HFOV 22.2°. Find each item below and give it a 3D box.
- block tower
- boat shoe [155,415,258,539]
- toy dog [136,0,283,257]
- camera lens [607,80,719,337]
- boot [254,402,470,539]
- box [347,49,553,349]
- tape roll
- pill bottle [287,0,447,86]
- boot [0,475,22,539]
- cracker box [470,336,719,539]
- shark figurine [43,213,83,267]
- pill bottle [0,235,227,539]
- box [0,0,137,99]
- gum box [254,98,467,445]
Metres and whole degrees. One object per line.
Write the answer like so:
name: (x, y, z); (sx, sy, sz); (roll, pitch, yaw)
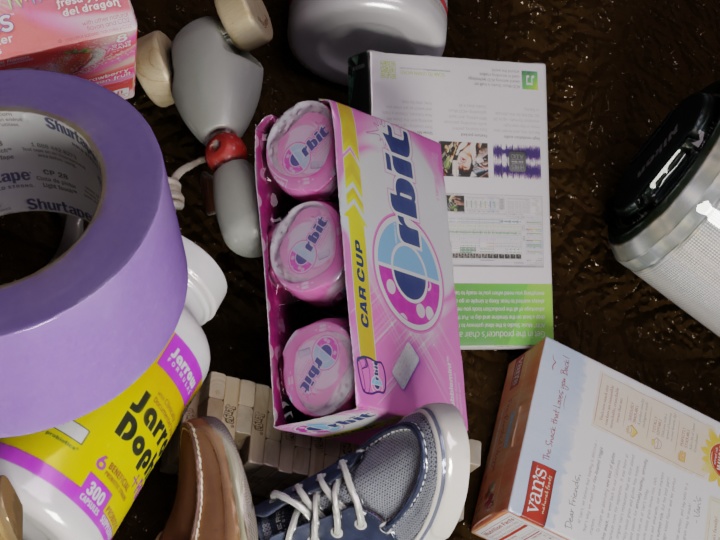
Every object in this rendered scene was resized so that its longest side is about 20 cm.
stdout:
block tower: (-0.023, 0.118, 1.157); (0.199, 0.054, 0.058); (15, 62, -20)
boat shoe: (-0.099, 0.185, 1.056); (0.071, 0.076, 0.202); (0, 84, -16)
toy dog: (-0.082, -0.090, 1.202); (0.096, 0.131, 0.202); (38, 50, -55)
camera lens: (0.291, -0.028, 1.322); (0.199, 0.160, 0.161); (36, 56, -8)
boot: (-0.010, 0.142, 1.065); (0.090, 0.200, 0.073); (-1, 56, -24)
box: (0.062, -0.045, 1.253); (0.143, 0.036, 0.202); (1, 84, -27)
tape roll: (-0.199, -0.012, 1.009); (0.198, 0.085, 0.201); (-4, 49, 4)
pill bottle: (0.009, -0.241, 1.304); (0.111, 0.112, 0.202); (14, 61, -21)
boot: (-0.233, 0.201, 0.998); (0.143, 0.202, 0.071); (-16, 31, 2)
cracker box: (0.183, 0.150, 1.247); (0.199, 0.058, 0.135); (27, 58, -15)
shark figurine: (-0.211, 0.011, 1.091); (0.214, 0.089, 0.128); (-37, 89, -33)
pill bottle: (-0.155, 0.071, 1.075); (0.104, 0.104, 0.201); (34, 59, -9)
box: (-0.241, -0.144, 1.105); (0.198, 0.103, 0.095); (-15, 74, -12)
gum box: (0.000, 0.000, 1.115); (0.113, 0.066, 0.202); (18, 62, -51)
